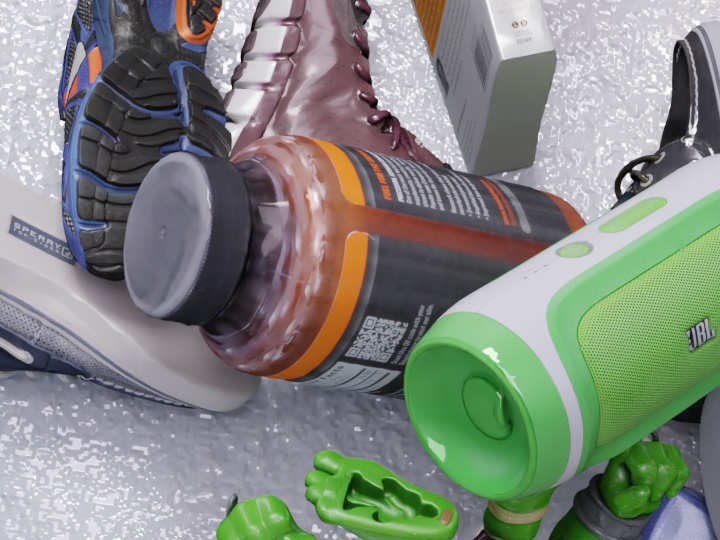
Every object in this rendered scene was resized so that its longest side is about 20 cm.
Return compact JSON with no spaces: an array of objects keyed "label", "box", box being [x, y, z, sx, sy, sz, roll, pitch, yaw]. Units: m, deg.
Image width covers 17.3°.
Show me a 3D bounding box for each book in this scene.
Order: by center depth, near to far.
[{"label":"book","box":[0.046,-0.161,1.120,0.048,0.134,0.200,-11,71,-6]}]

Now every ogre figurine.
[{"label":"ogre figurine","box":[0.033,0.129,1.008,0.200,0.120,0.098,-22,49,-35]}]

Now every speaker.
[{"label":"speaker","box":[0.112,0.020,0.989,0.200,0.088,0.088,-30,73,-36]}]

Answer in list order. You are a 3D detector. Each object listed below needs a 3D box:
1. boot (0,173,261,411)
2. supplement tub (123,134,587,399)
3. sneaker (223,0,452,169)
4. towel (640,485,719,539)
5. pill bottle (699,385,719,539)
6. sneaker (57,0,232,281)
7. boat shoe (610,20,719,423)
[{"label":"boot","box":[-0.148,0.021,1.082,0.200,0.090,0.073,32,38,-16]},{"label":"supplement tub","box":[0.000,0.000,1.029,0.200,0.107,0.107,12,65,-33]},{"label":"sneaker","box":[-0.001,-0.087,1.130,0.115,0.076,0.200,20,80,-1]},{"label":"towel","box":[0.190,0.200,1.052,0.200,0.024,0.147,30,71,9]},{"label":"pill bottle","box":[0.260,0.080,1.044,0.200,0.114,0.114,-7,70,-11]},{"label":"sneaker","box":[-0.106,-0.073,1.094,0.075,0.078,0.200,22,48,-20]},{"label":"boat shoe","box":[0.151,-0.023,1.114,0.066,0.070,0.200,1,77,-4]}]
